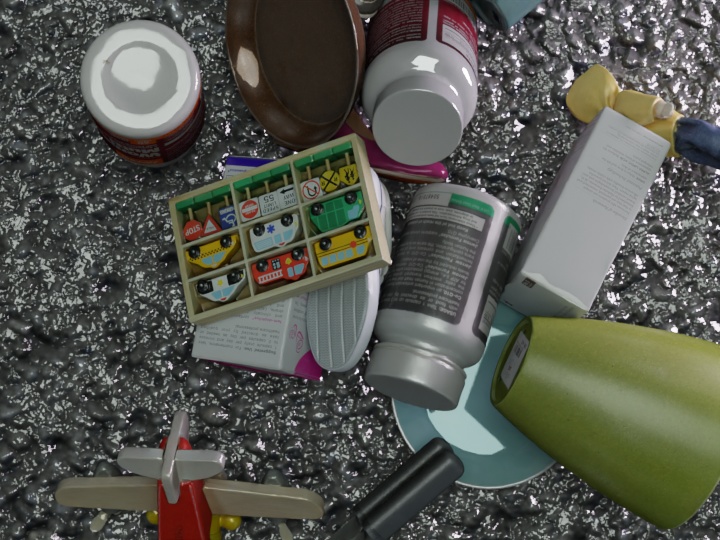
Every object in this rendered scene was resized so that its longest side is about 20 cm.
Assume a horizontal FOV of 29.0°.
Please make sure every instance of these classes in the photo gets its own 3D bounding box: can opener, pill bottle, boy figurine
[{"bbox_3d":[0.026,0.254,1.376,0.200,0.053,0.067,-41,120,1],"label":"can opener"},{"bbox_3d":[0.058,-0.193,1.355,0.112,0.113,0.200,10,39,-3],"label":"pill bottle"},{"bbox_3d":[0.078,0.026,1.355,0.113,0.113,0.201,20,73,-1],"label":"pill bottle"},{"bbox_3d":[0.305,-0.150,1.420,0.200,0.124,0.065,28,87,31],"label":"boy figurine"},{"bbox_3d":[-0.204,-0.161,1.337,0.109,0.200,0.110,1,83,-4],"label":"pill bottle"}]

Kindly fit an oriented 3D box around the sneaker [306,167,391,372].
[{"bbox_3d":[0.000,0.000,1.335,0.073,0.071,0.201,4,81,31],"label":"sneaker"}]

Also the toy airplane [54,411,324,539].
[{"bbox_3d":[-0.164,0.217,1.327,0.200,0.141,0.199,42,114,-12],"label":"toy airplane"}]

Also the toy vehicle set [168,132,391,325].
[{"bbox_3d":[-0.078,-0.037,1.297,0.199,0.026,0.125,-18,73,17],"label":"toy vehicle set"}]

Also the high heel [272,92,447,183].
[{"bbox_3d":[0.005,-0.149,1.390,0.199,0.067,0.097,18,91,21],"label":"high heel"}]

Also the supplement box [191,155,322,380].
[{"bbox_3d":[-0.084,-0.001,1.362,0.103,0.101,0.201,5,81,22],"label":"supplement box"}]

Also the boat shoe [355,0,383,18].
[{"bbox_3d":[0.001,-0.341,1.399,0.067,0.057,0.201,13,51,-16],"label":"boat shoe"}]

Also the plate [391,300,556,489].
[{"bbox_3d":[0.128,0.121,1.416,0.199,0.026,0.201,1,82,-4],"label":"plate"}]

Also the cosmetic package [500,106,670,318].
[{"bbox_3d":[0.220,-0.049,1.387,0.081,0.113,0.201,28,76,-1],"label":"cosmetic package"}]

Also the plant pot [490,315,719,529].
[{"bbox_3d":[0.233,0.123,1.331,0.199,0.187,0.188,23,82,-7],"label":"plant pot"}]

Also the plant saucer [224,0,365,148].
[{"bbox_3d":[-0.059,-0.220,1.347,0.034,0.200,0.201,-18,84,-40],"label":"plant saucer"}]

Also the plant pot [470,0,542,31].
[{"bbox_3d":[0.162,-0.362,1.402,0.196,0.200,0.200,-44,88,1],"label":"plant pot"}]
